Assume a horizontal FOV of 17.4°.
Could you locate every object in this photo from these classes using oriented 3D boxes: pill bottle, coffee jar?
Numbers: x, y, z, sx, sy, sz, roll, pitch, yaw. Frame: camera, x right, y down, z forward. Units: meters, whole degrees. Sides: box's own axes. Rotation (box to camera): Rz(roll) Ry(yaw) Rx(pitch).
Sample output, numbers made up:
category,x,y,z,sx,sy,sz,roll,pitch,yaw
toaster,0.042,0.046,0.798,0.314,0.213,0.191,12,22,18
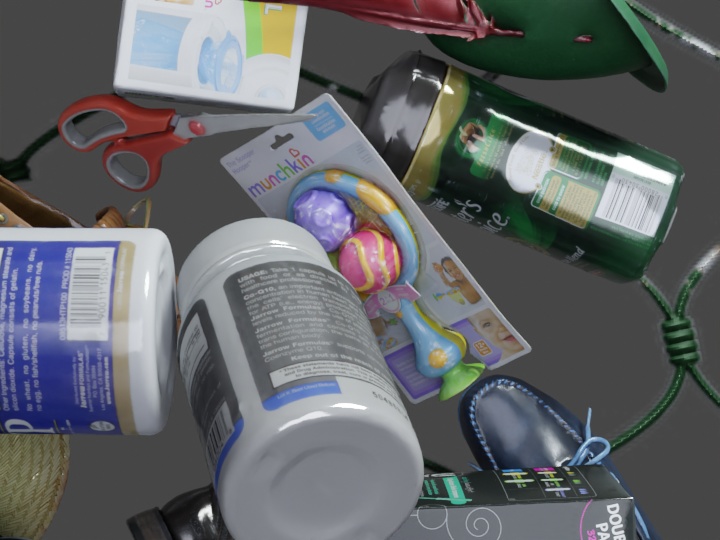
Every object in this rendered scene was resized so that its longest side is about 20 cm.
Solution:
category,x,y,z,sx,sy,sz,roll,pitch,yaw
pill bottle,-0.041,0.063,1.315,0.113,0.200,0.114,-7,126,-11
coffee jar,0.091,-0.065,1.442,0.199,0.104,0.086,23,89,-5
pill bottle,-0.210,0.034,1.350,0.199,0.120,0.120,1,92,3

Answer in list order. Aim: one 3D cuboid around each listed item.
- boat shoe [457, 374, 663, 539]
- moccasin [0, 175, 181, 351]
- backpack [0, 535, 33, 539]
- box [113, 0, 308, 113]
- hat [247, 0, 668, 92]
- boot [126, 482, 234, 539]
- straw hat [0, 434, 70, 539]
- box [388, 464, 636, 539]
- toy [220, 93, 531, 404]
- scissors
category,x,y,z,sx,sy,sz,roll,pitch,yaw
boat shoe,0.143,0.143,1.471,0.200,0.069,0.084,44,88,-3
moccasin,-0.163,-0.010,1.438,0.201,0.074,0.078,24,107,3
backpack,-0.252,0.269,1.391,0.177,0.151,0.201,-4,125,0
box,-0.083,-0.200,1.421,0.112,0.101,0.201,7,92,-5
hat,0.056,-0.132,1.407,0.176,0.166,0.200,-40,87,-1
boot,-0.033,0.186,1.461,0.174,0.069,0.201,-29,99,-9
straw hat,-0.275,0.108,1.425,0.200,0.085,0.202,0,92,-5
box,0.059,0.198,1.375,0.199,0.124,0.149,-3,94,-2
toy,0.000,0.000,1.424,0.200,0.115,0.047,49,48,-13
scissors,-0.109,-0.089,1.393,0.073,0.200,0.014,48,54,-20
